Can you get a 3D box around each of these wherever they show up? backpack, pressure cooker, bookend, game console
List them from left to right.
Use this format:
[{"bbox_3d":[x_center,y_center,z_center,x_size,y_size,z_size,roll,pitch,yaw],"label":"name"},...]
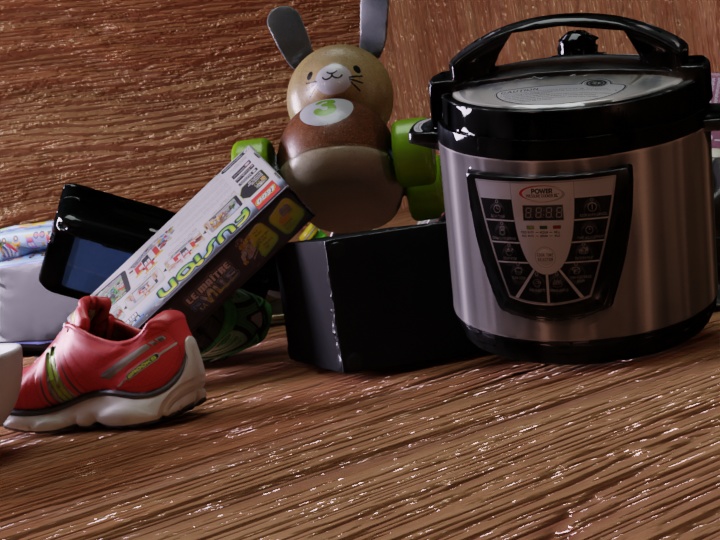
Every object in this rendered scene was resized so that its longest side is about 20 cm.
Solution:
[{"bbox_3d":[-0.251,0.014,1.676,0.181,0.136,0.199,-6,2,30],"label":"backpack"},{"bbox_3d":[-0.171,0.010,1.459,0.198,0.118,0.176,15,13,-11],"label":"game console"},{"bbox_3d":[0.052,0.010,1.258,0.196,0.093,0.200,-9,2,-14],"label":"bookend"},{"bbox_3d":[0.132,-0.060,1.071,0.174,0.203,0.178,-14,19,-26],"label":"pressure cooker"}]

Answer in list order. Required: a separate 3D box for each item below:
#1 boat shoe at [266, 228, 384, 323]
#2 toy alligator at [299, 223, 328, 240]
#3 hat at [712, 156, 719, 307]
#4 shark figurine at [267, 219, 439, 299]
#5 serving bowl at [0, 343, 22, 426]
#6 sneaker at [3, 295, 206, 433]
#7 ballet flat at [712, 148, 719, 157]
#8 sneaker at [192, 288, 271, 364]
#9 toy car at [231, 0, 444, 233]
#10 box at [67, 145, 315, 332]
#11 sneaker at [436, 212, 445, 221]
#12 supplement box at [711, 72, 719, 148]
[{"bbox_3d":[-0.041,0.012,1.656,0.198,0.074,0.063,-12,10,14],"label":"boat shoe"},{"bbox_3d":[-0.065,-0.030,2.475,0.054,0.059,0.200,-50,5,0],"label":"toy alligator"},{"bbox_3d":[0.243,-0.039,1.279,0.198,0.082,0.201,-8,18,3],"label":"hat"},{"bbox_3d":[0.021,-0.001,1.537,0.213,0.128,0.090,-30,42,10],"label":"shark figurine"},{"bbox_3d":[-0.307,0.097,1.079,0.197,0.067,0.200,-9,4,1],"label":"serving bowl"},{"bbox_3d":[-0.185,0.061,1.155,0.198,0.086,0.077,-7,4,32],"label":"sneaker"},{"bbox_3d":[0.282,-0.065,1.437,0.198,0.064,0.076,-20,38,18],"label":"ballet flat"},{"bbox_3d":[-0.145,0.051,1.412,0.084,0.079,0.199,10,-8,-34],"label":"sneaker"},{"bbox_3d":[-0.020,-0.144,1.448,0.162,0.202,0.158,-7,-19,7],"label":"toy car"},{"bbox_3d":[-0.132,-0.002,1.304,0.200,0.035,0.110,-43,29,-1],"label":"box"},{"bbox_3d":[0.098,-0.043,1.385,0.078,0.097,0.199,-15,-2,-34],"label":"sneaker"},{"bbox_3d":[0.343,-0.105,1.547,0.198,0.104,0.131,4,-22,27],"label":"supplement box"}]
